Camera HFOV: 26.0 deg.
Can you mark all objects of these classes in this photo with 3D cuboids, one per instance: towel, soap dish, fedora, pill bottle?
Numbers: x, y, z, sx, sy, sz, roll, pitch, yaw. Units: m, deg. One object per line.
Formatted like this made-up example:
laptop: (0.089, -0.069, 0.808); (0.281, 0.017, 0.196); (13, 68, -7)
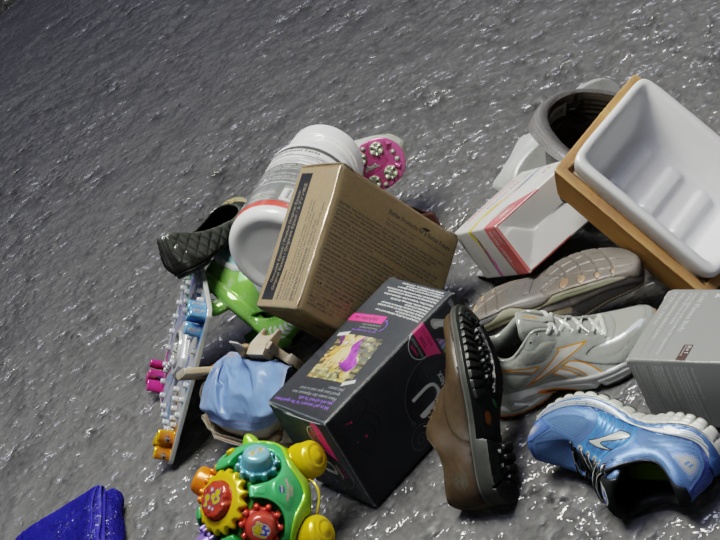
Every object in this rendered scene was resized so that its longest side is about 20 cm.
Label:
towel: (-0.325, 0.325, 1.699); (0.146, 0.050, 0.201); (-27, 28, 7)
soap dish: (0.308, -0.080, 1.586); (0.158, 0.200, 0.081); (-48, -4, -27)
fedora: (0.274, -0.121, 1.743); (0.175, 0.091, 0.200); (-16, 41, -28)
pill bottle: (-0.067, -0.075, 1.789); (0.115, 0.117, 0.201); (-14, 29, 29)

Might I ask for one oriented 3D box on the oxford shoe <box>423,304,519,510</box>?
oxford shoe: (0.093, 0.131, 1.496); (0.084, 0.072, 0.202); (-19, 63, 32)

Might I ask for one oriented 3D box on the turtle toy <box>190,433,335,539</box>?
turtle toy: (-0.106, 0.253, 1.512); (0.145, 0.101, 0.202); (-27, 57, 35)

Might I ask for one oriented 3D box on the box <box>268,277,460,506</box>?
box: (0.024, 0.121, 1.600); (0.200, 0.123, 0.106); (-45, 33, -22)

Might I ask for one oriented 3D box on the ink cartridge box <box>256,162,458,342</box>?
ink cartridge box: (0.000, 0.000, 1.685); (0.075, 0.199, 0.167); (1, 68, 47)

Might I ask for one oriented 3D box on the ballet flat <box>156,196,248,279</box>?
ballet flat: (-0.177, -0.051, 1.841); (0.066, 0.057, 0.200); (-19, 15, 25)

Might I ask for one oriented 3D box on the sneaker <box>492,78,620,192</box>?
sneaker: (0.236, -0.164, 1.911); (0.200, 0.076, 0.088); (-42, 18, -17)

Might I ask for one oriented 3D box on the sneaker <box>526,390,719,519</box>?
sneaker: (0.223, 0.166, 1.382); (0.199, 0.079, 0.089); (3, 40, 46)

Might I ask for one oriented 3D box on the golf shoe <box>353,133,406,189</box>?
golf shoe: (-0.028, -0.113, 1.932); (0.198, 0.076, 0.092); (-19, 15, 18)

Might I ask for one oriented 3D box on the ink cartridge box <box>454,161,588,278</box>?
ink cartridge box: (0.177, -0.054, 1.715); (0.116, 0.068, 0.200); (-41, 6, -11)

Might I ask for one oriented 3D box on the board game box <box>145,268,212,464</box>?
board game box: (-0.218, 0.092, 1.839); (0.026, 0.202, 0.200); (10, 22, -15)

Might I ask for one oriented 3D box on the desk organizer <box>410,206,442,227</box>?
desk organizer: (0.015, -0.072, 1.965); (0.072, 0.077, 0.199); (-41, 30, -18)

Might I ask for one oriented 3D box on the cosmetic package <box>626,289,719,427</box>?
cosmetic package: (0.352, 0.079, 1.385); (0.199, 0.091, 0.107); (-5, 34, 45)

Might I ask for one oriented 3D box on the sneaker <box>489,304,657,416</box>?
sneaker: (0.198, 0.071, 1.541); (0.198, 0.093, 0.076); (-24, 28, 12)

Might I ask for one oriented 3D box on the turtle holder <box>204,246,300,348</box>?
turtle holder: (-0.115, 0.018, 1.854); (0.132, 0.141, 0.186); (-51, 1, -4)

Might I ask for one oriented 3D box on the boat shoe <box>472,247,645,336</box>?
boat shoe: (0.210, 0.036, 1.608); (0.198, 0.074, 0.075); (-20, 24, 33)

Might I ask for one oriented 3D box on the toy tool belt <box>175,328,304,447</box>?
toy tool belt: (-0.098, 0.128, 1.696); (0.198, 0.123, 0.126); (-7, 62, 38)
